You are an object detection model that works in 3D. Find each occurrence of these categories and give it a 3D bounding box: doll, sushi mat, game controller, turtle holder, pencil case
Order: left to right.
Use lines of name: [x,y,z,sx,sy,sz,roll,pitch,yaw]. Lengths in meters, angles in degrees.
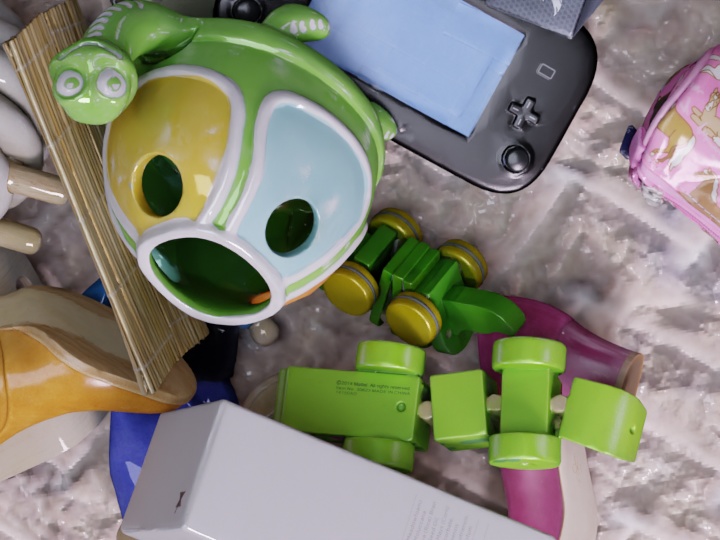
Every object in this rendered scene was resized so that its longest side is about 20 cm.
sushi mat: [-0.132,-0.041,1.547,0.012,0.096,0.201,-17,101,22]
doll: [-0.112,0.051,1.626,0.136,0.048,0.201,-5,100,-10]
turtle holder: [-0.067,-0.059,1.499,0.140,0.132,0.186,3,143,16]
game controller: [0.024,-0.124,1.564,0.199,0.042,0.105,28,106,-9]
pencil case: [0.231,-0.026,1.541,0.200,0.083,0.087,38,112,-2]

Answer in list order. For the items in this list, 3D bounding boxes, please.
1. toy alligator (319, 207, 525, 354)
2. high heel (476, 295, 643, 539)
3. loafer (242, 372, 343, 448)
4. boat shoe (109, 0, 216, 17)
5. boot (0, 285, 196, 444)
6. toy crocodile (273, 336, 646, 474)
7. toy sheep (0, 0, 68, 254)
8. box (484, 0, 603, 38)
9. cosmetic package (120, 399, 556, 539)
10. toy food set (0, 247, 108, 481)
toy alligator: [0.000,0.000,1.603,0.199,0.059,0.054,26,141,20]
high heel: [0.082,0.115,1.615,0.096,0.067,0.201,23,114,21]
loafer: [-0.016,0.152,1.618,0.075,0.068,0.201,-18,108,-19]
boat shoe: [-0.096,-0.173,1.573,0.061,0.071,0.202,41,123,38]
boot: [-0.202,0.078,1.582,0.200,0.071,0.145,19,116,-12]
toy crocodile: [0.050,0.074,1.556,0.199,0.062,0.068,-1,76,15]
toy sheep: [-0.218,-0.087,1.565,0.137,0.201,0.138,0,143,0]
box: [0.120,-0.206,1.463,0.051,0.200,0.158,22,104,6]
cosmetic package: [-0.012,0.138,1.534,0.199,0.101,0.072,24,75,-19]
toy food set: [-0.260,0.060,1.654,0.199,0.060,0.144,-24,109,13]
